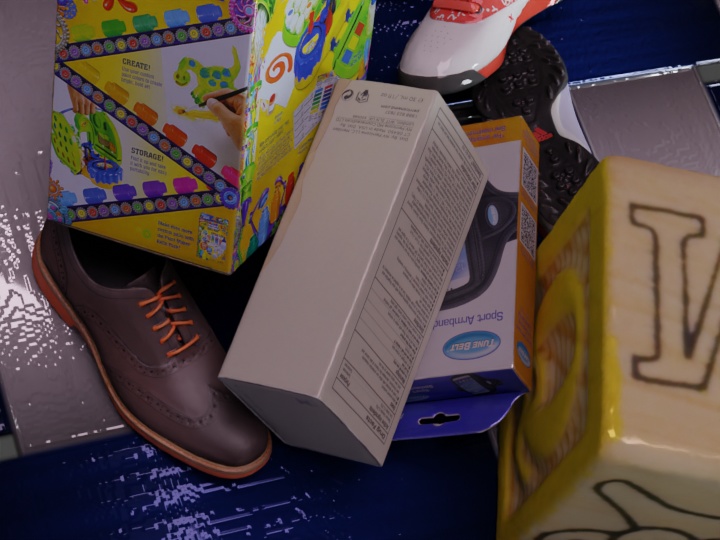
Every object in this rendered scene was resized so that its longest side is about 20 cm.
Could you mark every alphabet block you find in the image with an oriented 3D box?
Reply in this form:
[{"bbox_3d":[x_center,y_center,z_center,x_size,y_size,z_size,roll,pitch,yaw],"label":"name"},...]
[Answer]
[{"bbox_3d":[0.204,0.074,1.225,0.198,0.196,0.198,11,59,-12],"label":"alphabet block"}]

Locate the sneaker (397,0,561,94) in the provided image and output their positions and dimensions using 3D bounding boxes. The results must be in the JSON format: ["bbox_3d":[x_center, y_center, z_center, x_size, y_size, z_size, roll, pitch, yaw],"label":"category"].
[{"bbox_3d":[0.081,-0.205,1.364,0.067,0.109,0.201,15,41,33],"label":"sneaker"}]

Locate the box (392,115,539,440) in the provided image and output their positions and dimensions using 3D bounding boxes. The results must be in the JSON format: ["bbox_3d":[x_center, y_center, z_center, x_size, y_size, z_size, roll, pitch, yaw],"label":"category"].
[{"bbox_3d":[0.047,0.005,1.267,0.118,0.042,0.201,-8,57,22],"label":"box"}]

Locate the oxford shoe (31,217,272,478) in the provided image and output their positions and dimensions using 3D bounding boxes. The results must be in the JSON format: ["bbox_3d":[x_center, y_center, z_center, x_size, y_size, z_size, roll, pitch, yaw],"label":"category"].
[{"bbox_3d":[-0.123,0.038,1.214,0.071,0.073,0.200,-38,79,-29],"label":"oxford shoe"}]

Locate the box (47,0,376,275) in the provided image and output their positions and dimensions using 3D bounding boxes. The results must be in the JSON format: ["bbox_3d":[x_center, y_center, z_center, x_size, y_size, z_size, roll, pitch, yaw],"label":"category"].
[{"bbox_3d":[-0.079,-0.136,1.195,0.121,0.194,0.200,16,29,16],"label":"box"}]

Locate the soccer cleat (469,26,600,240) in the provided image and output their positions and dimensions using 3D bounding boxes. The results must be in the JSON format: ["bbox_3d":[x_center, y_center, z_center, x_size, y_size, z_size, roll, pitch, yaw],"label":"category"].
[{"bbox_3d":[0.120,-0.080,1.361,0.068,0.073,0.201,-18,50,-4],"label":"soccer cleat"}]

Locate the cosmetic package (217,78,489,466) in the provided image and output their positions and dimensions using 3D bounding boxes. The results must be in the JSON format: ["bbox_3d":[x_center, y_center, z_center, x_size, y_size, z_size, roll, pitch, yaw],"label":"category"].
[{"bbox_3d":[0.000,0.000,1.206,0.073,0.104,0.201,11,67,29],"label":"cosmetic package"}]
